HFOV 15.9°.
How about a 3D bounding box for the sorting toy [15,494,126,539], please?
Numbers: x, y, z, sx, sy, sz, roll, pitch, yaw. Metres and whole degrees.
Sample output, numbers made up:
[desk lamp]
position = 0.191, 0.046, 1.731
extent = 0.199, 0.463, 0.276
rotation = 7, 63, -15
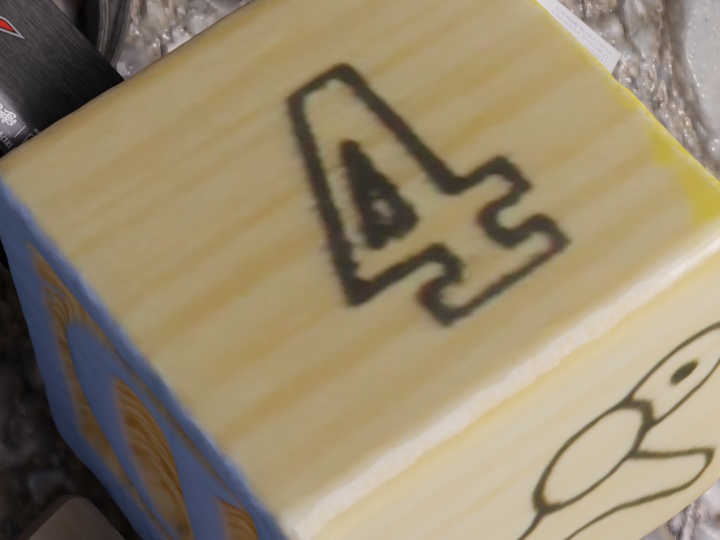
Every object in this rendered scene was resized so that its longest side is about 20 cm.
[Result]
[sorting toy]
position = -0.104, 0.224, 0.981
extent = 0.199, 0.070, 0.200
rotation = -46, 104, -22

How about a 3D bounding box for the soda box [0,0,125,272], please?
[soda box]
position = -0.169, -0.096, 0.987
extent = 0.200, 0.071, 0.063
rotation = 48, 58, -13

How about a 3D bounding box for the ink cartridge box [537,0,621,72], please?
[ink cartridge box]
position = 0.013, -0.132, 1.139
extent = 0.200, 0.094, 0.044
rotation = 36, 73, -25

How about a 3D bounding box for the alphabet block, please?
[alphabet block]
position = 0.006, 0.023, 0.951
extent = 0.200, 0.196, 0.196
rotation = -33, 63, -17

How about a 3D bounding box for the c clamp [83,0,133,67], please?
[c clamp]
position = -0.175, -0.103, 1.046
extent = 0.199, 0.027, 0.172
rotation = -5, 80, -35
